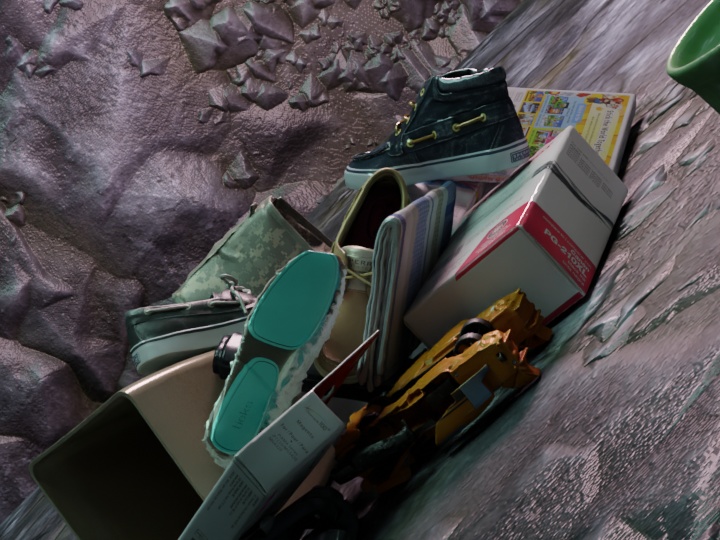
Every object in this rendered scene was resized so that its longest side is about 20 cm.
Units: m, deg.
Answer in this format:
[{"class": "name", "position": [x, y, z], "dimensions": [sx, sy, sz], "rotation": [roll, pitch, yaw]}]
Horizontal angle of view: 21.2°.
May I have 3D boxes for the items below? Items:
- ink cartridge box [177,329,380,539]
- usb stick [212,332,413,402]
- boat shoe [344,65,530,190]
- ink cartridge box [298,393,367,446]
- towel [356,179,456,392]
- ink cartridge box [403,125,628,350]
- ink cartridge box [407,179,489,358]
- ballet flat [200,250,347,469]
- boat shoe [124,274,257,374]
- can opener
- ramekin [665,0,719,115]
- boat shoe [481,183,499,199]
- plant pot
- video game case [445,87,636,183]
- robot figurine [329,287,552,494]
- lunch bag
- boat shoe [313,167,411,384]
[{"class": "ink cartridge box", "position": [-0.058, 0.152, 1.537], "dimensions": [0.173, 0.044, 0.200], "rotation": [-39, -10, -34]}, {"class": "usb stick", "position": [-0.028, 0.086, 1.666], "dimensions": [0.056, 0.198, 0.033], "rotation": [-68, -17, -53]}, {"class": "boat shoe", "position": [0.061, -0.128, 1.729], "dimensions": [0.199, 0.092, 0.071], "rotation": [-8, 10, 39]}, {"class": "ink cartridge box", "position": [-0.037, 0.106, 1.905], "dimensions": [0.145, 0.088, 0.200], "rotation": [-41, 6, 25]}, {"class": "towel", "position": [0.041, 0.007, 1.628], "dimensions": [0.200, 0.024, 0.148], "rotation": [-36, -44, -69]}, {"class": "ink cartridge box", "position": [0.135, -0.015, 1.630], "dimensions": [0.145, 0.084, 0.200], "rotation": [-40, 9, 32]}, {"class": "ink cartridge box", "position": [0.062, -0.023, 1.842], "dimensions": [0.200, 0.085, 0.149], "rotation": [-55, -21, -59]}, {"class": "ballet flat", "position": [-0.072, 0.076, 1.606], "dimensions": [0.201, 0.071, 0.072], "rotation": [-61, 12, -14]}, {"class": "boat shoe", "position": [-0.120, 0.043, 1.785], "dimensions": [0.198, 0.069, 0.074], "rotation": [-13, -18, -13]}, {"class": "can opener", "position": [-0.068, 0.226, 1.513], "dimensions": [0.200, 0.063, 0.079], "rotation": [-37, 11, 46]}, {"class": "ramekin", "position": [0.330, -0.181, 1.419], "dimensions": [0.200, 0.098, 0.200], "rotation": [-44, 8, 8]}, {"class": "boat shoe", "position": [0.188, -0.096, 1.878], "dimensions": [0.066, 0.071, 0.200], "rotation": [-3, 22, 36]}, {"class": "plant pot", "position": [-0.141, 0.179, 1.736], "dimensions": [0.177, 0.200, 0.200], "rotation": [-37, 0, -42]}, {"class": "video game case", "position": [0.166, -0.130, 1.858], "dimensions": [0.180, 0.023, 0.200], "rotation": [4, 27, 13]}, {"class": "robot figurine", "position": [0.058, 0.103, 1.519], "dimensions": [0.200, 0.058, 0.145], "rotation": [-41, 8, 26]}, {"class": "lunch bag", "position": [-0.088, 0.034, 2.134], "dimensions": [0.164, 0.200, 0.118], "rotation": [-43, 8, 13]}, {"class": "boat shoe", "position": [0.000, 0.000, 1.660], "dimensions": [0.067, 0.073, 0.201], "rotation": [90, -169, -58]}]
